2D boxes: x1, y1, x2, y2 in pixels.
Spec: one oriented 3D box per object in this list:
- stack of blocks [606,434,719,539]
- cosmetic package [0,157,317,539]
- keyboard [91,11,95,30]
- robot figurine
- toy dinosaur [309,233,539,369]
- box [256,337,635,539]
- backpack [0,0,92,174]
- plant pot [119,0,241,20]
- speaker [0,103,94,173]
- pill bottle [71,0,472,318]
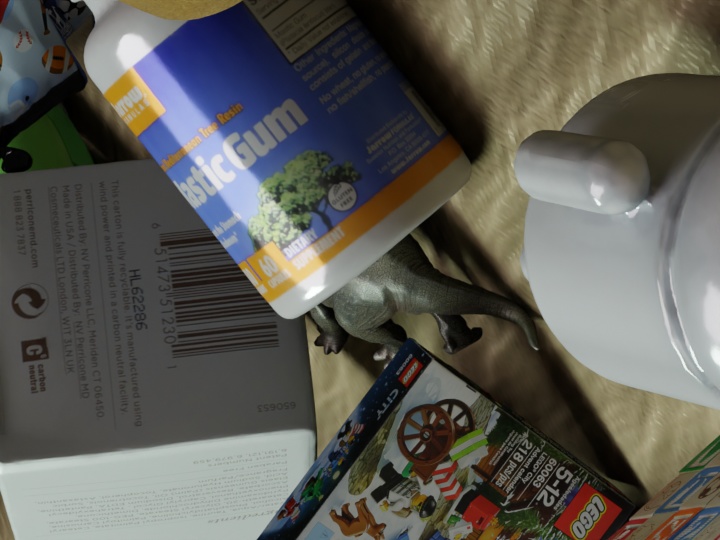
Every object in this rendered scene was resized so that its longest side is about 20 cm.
[{"bbox_3d":[0.171,0.092,1.069,0.059,0.115,0.200,52,164,-3],"label":"stack of blocks"},{"bbox_3d":[-0.113,0.056,1.522,0.200,0.166,0.168,92,170,-65],"label":"cosmetic package"},{"bbox_3d":[-0.113,-0.128,1.367,0.104,0.040,0.200,-135,25,-77],"label":"keyboard"},{"bbox_3d":[0.131,-0.009,0.965,0.169,0.113,0.200,17,178,-27],"label":"robot figurine"},{"bbox_3d":[0.000,0.000,1.379,0.200,0.077,0.102,40,174,42],"label":"toy dinosaur"},{"bbox_3d":[0.019,0.151,1.369,0.136,0.200,0.038,36,-177,-23],"label":"box"},{"bbox_3d":[-0.235,-0.170,1.498,0.200,0.154,0.191,25,158,43],"label":"backpack"},{"bbox_3d":[-0.106,-0.193,1.120,0.186,0.186,0.200,31,167,47],"label":"plant pot"},{"bbox_3d":[-0.191,-0.023,1.711,0.088,0.088,0.200,94,154,-65],"label":"speaker"},{"bbox_3d":[-0.052,-0.088,1.268,0.200,0.112,0.112,51,163,-3],"label":"pill bottle"}]
